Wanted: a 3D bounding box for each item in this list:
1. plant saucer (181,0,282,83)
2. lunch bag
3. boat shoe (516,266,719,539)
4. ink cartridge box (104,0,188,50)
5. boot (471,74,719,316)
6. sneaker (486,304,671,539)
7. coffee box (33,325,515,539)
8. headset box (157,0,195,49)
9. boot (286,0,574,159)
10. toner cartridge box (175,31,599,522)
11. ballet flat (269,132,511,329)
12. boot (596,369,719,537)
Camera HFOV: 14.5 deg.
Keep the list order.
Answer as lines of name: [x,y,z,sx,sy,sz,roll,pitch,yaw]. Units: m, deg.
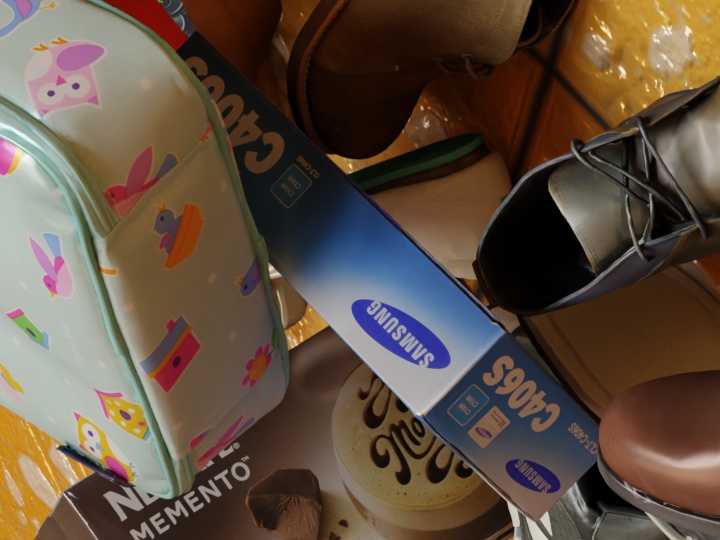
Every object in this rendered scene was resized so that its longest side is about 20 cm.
plant saucer: [-0.079,-0.166,1.106,0.200,0.037,0.201,155,90,-90]
lunch bag: [-0.113,-0.016,0.985,0.160,0.077,0.200,26,148,31]
boat shoe: [0.126,0.065,1.024,0.200,0.074,0.060,40,145,18]
ink cartridge box: [-0.156,-0.157,1.120,0.200,0.162,0.057,45,122,12]
boot: [0.115,-0.027,0.910,0.075,0.097,0.200,59,155,-2]
sneaker: [0.101,0.108,1.114,0.090,0.066,0.201,17,130,57]
coffee box: [-0.021,0.098,1.167,0.113,0.200,0.080,55,154,10]
headset box: [-0.147,-0.045,1.251,0.174,0.199,0.093,91,175,-49]
boot: [0.027,-0.089,1.040,0.075,0.074,0.200,42,149,11]
toner cartridge box: [0.000,0.000,1.013,0.200,0.043,0.095,45,-179,40]
ballet flat: [-0.023,-0.006,1.146,0.200,0.069,0.070,-10,111,35]
boot: [0.139,-0.010,0.839,0.188,0.069,0.200,2,129,31]
